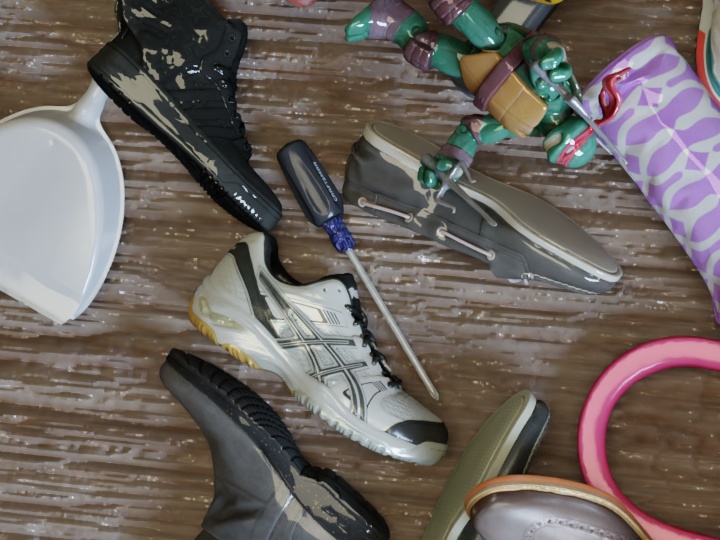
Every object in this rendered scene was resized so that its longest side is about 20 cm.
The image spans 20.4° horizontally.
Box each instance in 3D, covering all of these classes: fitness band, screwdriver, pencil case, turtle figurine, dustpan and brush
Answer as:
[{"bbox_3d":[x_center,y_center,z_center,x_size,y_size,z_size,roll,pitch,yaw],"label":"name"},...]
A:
[{"bbox_3d":[0.240,0.120,1.301,0.199,0.037,0.145,12,88,7],"label":"fitness band"},{"bbox_3d":[0.000,0.000,1.340,0.028,0.029,0.201,-31,80,5],"label":"screwdriver"},{"bbox_3d":[0.213,-0.057,1.282,0.085,0.084,0.201,-37,79,11],"label":"pencil case"},{"bbox_3d":[0.083,-0.114,1.256,0.200,0.101,0.150,45,130,11],"label":"turtle figurine"},{"bbox_3d":[-0.204,-0.083,1.368,0.139,0.057,0.201,29,98,7],"label":"dustpan and brush"}]

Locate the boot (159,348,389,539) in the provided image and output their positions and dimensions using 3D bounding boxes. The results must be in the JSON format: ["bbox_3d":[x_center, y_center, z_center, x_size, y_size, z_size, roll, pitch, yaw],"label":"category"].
[{"bbox_3d":[-0.090,0.158,1.329,0.200,0.070,0.132,44,98,12],"label":"boot"}]

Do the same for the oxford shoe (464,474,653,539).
[{"bbox_3d":[0.151,0.193,1.249,0.199,0.073,0.071,29,129,-16],"label":"oxford shoe"}]

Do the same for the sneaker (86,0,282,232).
[{"bbox_3d":[-0.103,-0.128,1.344,0.200,0.060,0.104,43,78,-5],"label":"sneaker"}]

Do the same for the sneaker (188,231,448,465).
[{"bbox_3d":[-0.016,0.049,1.318,0.199,0.076,0.088,35,92,7],"label":"sneaker"}]

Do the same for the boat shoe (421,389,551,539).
[{"bbox_3d":[0.080,0.175,1.309,0.067,0.072,0.201,24,88,-12],"label":"boat shoe"}]

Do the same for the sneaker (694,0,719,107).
[{"bbox_3d":[0.254,-0.205,1.279,0.070,0.093,0.201,-4,88,-20],"label":"sneaker"}]

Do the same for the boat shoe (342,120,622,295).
[{"bbox_3d":[0.078,-0.029,1.322,0.199,0.067,0.057,31,114,13],"label":"boat shoe"}]

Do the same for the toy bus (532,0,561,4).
[{"bbox_3d":[0.139,-0.274,1.282,0.078,0.065,0.201,19,79,37],"label":"toy bus"}]

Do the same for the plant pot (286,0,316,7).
[{"bbox_3d":[-0.034,-0.291,1.290,0.201,0.201,0.196,41,100,8],"label":"plant pot"}]

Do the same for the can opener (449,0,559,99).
[{"bbox_3d":[0.136,-0.192,1.323,0.066,0.053,0.200,43,93,7],"label":"can opener"}]
